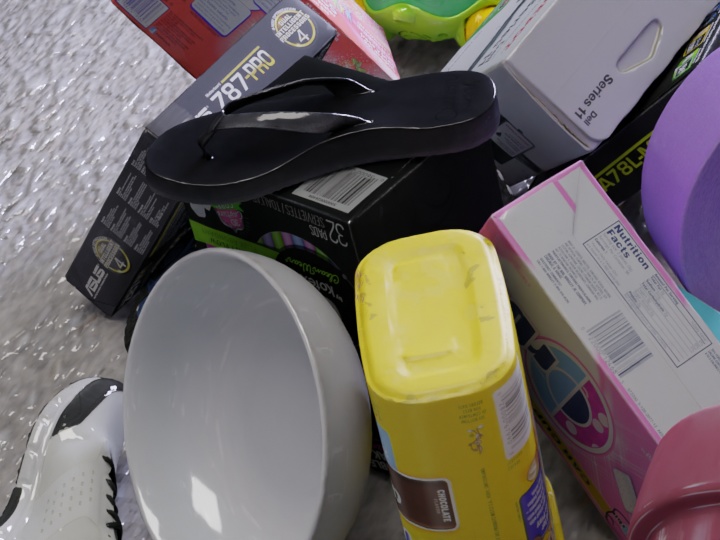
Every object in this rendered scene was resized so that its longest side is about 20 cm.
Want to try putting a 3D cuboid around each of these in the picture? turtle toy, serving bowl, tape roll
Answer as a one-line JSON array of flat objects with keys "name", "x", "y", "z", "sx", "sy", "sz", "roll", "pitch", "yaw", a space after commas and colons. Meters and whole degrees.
[{"name": "turtle toy", "x": 0.073, "y": -0.237, "z": 1.746, "sx": 0.146, "sy": 0.101, "sz": 0.200, "roll": 8, "pitch": 34, "yaw": 28}, {"name": "serving bowl", "x": -0.055, "y": 0.087, "z": 1.309, "sx": 0.066, "sy": 0.200, "sz": 0.200, "roll": -2, "pitch": 24, "yaw": -38}, {"name": "tape roll", "x": 0.268, "y": -0.051, "z": 1.348, "sx": 0.200, "sy": 0.200, "sz": 0.066, "roll": -19, "pitch": 36, "yaw": -6}]

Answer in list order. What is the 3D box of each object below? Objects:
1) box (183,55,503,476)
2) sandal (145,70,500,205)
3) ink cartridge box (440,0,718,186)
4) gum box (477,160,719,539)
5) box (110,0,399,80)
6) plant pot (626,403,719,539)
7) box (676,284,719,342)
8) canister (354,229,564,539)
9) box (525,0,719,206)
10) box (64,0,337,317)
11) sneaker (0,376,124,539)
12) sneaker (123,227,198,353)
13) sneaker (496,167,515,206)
[{"name": "box", "x": 0.000, "y": 0.000, "z": 1.372, "sx": 0.148, "sy": 0.200, "sz": 0.124, "roll": 21, "pitch": 49, "yaw": 38}, {"name": "sandal", "x": -0.024, "y": -0.086, "z": 1.287, "sx": 0.200, "sy": 0.043, "sz": 0.076, "roll": -13, "pitch": 36, "yaw": 3}, {"name": "ink cartridge box", "x": 0.126, "y": -0.137, "z": 1.501, "sx": 0.147, "sy": 0.083, "sz": 0.200, "roll": -50, "pitch": 9, "yaw": -17}, {"name": "gum box", "x": 0.131, "y": 0.046, "z": 1.253, "sx": 0.066, "sy": 0.114, "sz": 0.200, "roll": -31, "pitch": 79, "yaw": -22}, {"name": "box", "x": -0.075, "y": -0.179, "z": 1.622, "sx": 0.103, "sy": 0.200, "sz": 0.095, "roll": -39, "pitch": 32, "yaw": 17}, {"name": "plant pot", "x": 0.207, "y": 0.186, "z": 1.078, "sx": 0.200, "sy": 0.200, "sz": 0.179, "roll": 7, "pitch": 57, "yaw": 27}, {"name": "box", "x": 0.168, "y": 0.047, "z": 1.352, "sx": 0.049, "sy": 0.082, "sz": 0.200, "roll": -30, "pitch": 38, "yaw": -20}, {"name": "canister", "x": 0.055, "y": 0.097, "z": 1.224, "sx": 0.087, "sy": 0.200, "sz": 0.149, "roll": -11, "pitch": 36, "yaw": 4}, {"name": "box", "x": 0.201, "y": -0.125, "z": 1.509, "sx": 0.193, "sy": 0.048, "sz": 0.200, "roll": -37, "pitch": 15, "yaw": 46}, {"name": "box", "x": -0.106, "y": -0.073, "z": 1.527, "sx": 0.049, "sy": 0.200, "sz": 0.161, "roll": 39, "pitch": 54, "yaw": 2}, {"name": "sneaker", "x": -0.166, "y": 0.147, "z": 1.354, "sx": 0.080, "sy": 0.074, "sz": 0.200, "roll": 5, "pitch": 48, "yaw": 19}, {"name": "sneaker", "x": -0.072, "y": -0.007, "z": 1.514, "sx": 0.200, "sy": 0.077, "sz": 0.076, "roll": -46, "pitch": 18, "yaw": -8}, {"name": "sneaker", "x": 0.053, "y": -0.032, "z": 1.467, "sx": 0.081, "sy": 0.075, "sz": 0.200, "roll": -31, "pitch": 4, "yaw": -8}]
